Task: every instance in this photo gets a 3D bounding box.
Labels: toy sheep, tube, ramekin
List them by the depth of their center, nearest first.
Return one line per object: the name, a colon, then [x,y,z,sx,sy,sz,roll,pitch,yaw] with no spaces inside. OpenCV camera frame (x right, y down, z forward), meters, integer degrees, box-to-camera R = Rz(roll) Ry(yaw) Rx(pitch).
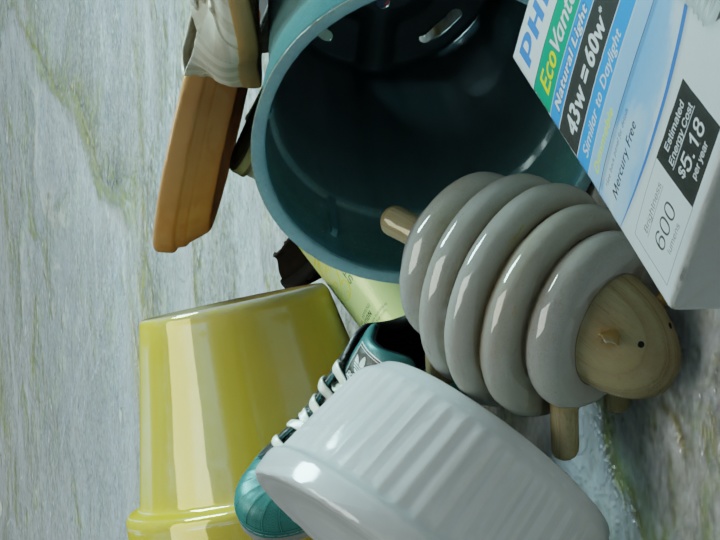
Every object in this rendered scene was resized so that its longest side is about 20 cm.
toy sheep: [0.085,0.014,1.128,0.199,0.138,0.139,24,117,32]
ramekin: [0.047,0.134,1.165,0.094,0.202,0.202,-52,15,-13]
tube: [0.000,0.000,1.395,0.058,0.052,0.200,-43,59,9]

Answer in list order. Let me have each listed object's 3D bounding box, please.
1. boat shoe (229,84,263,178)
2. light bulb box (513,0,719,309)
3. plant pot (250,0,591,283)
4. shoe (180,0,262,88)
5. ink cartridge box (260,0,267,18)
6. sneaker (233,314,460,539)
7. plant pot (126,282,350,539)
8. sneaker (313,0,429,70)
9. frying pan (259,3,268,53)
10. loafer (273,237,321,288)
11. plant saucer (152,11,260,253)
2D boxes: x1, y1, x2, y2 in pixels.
boat shoe: [-0.046,-0.104,1.527,0.075,0.068,0.200,-59,6,19]
light bulb box: [0.172,-0.120,0.897,0.200,0.124,0.199,-116,32,-50]
plant pot: [0.028,-0.131,1.240,0.197,0.199,0.201,-101,21,-52]
shoe: [-0.085,-0.156,1.273,0.200,0.053,0.070,98,175,-74]
ink cartridge box: [-0.087,-0.306,1.698,0.201,0.084,0.147,-110,28,-45]
sneaker: [-0.001,0.078,1.270,0.071,0.200,0.080,42,165,38]
plant pot: [-0.065,0.113,1.405,0.201,0.199,0.190,170,88,-70]
sneaker: [0.023,-0.207,1.420,0.075,0.084,0.201,121,169,-58]
frying pan: [-0.034,-0.223,1.425,0.115,0.031,0.191,120,173,-57]
loafer: [-0.010,-0.057,1.473,0.072,0.073,0.200,55,140,12]
plant saucer: [-0.104,-0.107,1.477,0.200,0.037,0.202,-166,90,-89]
